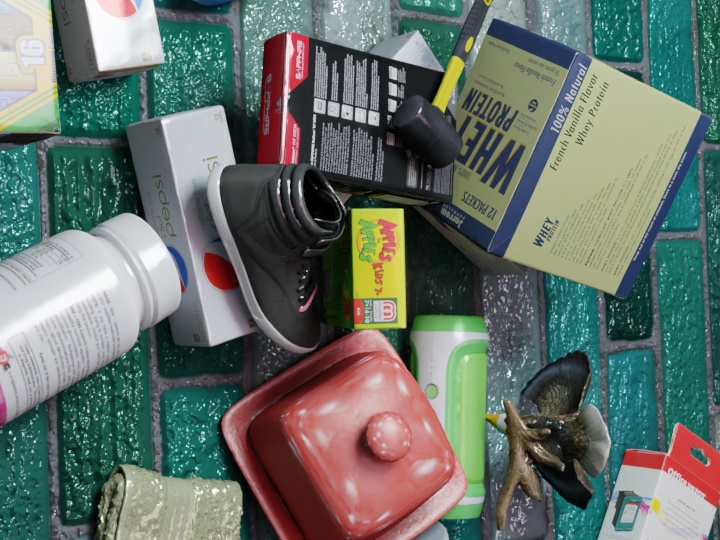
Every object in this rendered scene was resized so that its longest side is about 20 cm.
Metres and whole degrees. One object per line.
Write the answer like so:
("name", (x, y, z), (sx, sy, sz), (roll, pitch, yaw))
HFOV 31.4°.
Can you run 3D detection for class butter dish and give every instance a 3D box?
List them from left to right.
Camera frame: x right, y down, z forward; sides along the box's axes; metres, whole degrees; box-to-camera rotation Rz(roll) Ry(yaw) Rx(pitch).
("butter dish", (0.005, 0.162, 1.176), (0.199, 0.148, 0.201), (-29, 85, -25))

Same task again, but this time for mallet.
("mallet", (0.081, -0.194, 1.185), (0.066, 0.041, 0.202), (33, 62, -34))

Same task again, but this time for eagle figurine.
("eagle figurine", (0.198, 0.170, 1.338), (0.151, 0.152, 0.199), (49, 21, 21))

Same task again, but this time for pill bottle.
("pill bottle", (-0.251, 0.037, 1.036), (0.199, 0.113, 0.114), (-31, 106, -33))

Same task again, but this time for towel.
("towel", (-0.175, 0.280, 1.134), (0.147, 0.036, 0.203), (15, 79, -37))

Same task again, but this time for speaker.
("speaker", (0.089, 0.148, 1.309), (0.088, 0.088, 0.203), (4, 86, -37))

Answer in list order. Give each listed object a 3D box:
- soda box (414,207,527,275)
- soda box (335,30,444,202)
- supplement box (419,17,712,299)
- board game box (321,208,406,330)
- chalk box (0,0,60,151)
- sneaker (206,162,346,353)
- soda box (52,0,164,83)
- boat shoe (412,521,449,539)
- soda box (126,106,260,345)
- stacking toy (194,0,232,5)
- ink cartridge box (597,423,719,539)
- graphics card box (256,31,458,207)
("soda box", (0.105, -0.077, 1.343), (0.200, 0.063, 0.069), (42, 66, -29))
("soda box", (-0.001, -0.145, 1.252), (0.200, 0.068, 0.064), (-50, 116, -28))
("supplement box", (0.196, -0.107, 1.248), (0.198, 0.134, 0.202), (15, 103, -36))
("board game box", (0.000, 0.000, 1.175), (0.047, 0.200, 0.103), (-2, 89, -9))
("chalk box", (-0.345, -0.157, 0.965), (0.198, 0.124, 0.126), (-4, 91, -38))
("sneaker", (-0.051, -0.009, 1.101), (0.071, 0.098, 0.201), (-66, 142, -48))
("soda box", (-0.228, -0.268, 1.096), (0.068, 0.063, 0.203), (-15, 98, -36))
("boat shoe", (0.004, 0.317, 1.249), (0.198, 0.073, 0.069), (-29, 125, -28))
("soda box", (-0.144, -0.038, 1.137), (0.068, 0.063, 0.203), (-18, 100, -39))
("stacking toy", (-0.135, -0.353, 1.158), (0.116, 0.109, 0.202), (-33, 97, -49))
("ink cartridge box", (0.354, 0.292, 1.517), (0.116, 0.067, 0.202), (35, 68, -32))
("graphics card box", (0.000, -0.134, 1.168), (0.198, 0.051, 0.127), (6, 82, -35))
